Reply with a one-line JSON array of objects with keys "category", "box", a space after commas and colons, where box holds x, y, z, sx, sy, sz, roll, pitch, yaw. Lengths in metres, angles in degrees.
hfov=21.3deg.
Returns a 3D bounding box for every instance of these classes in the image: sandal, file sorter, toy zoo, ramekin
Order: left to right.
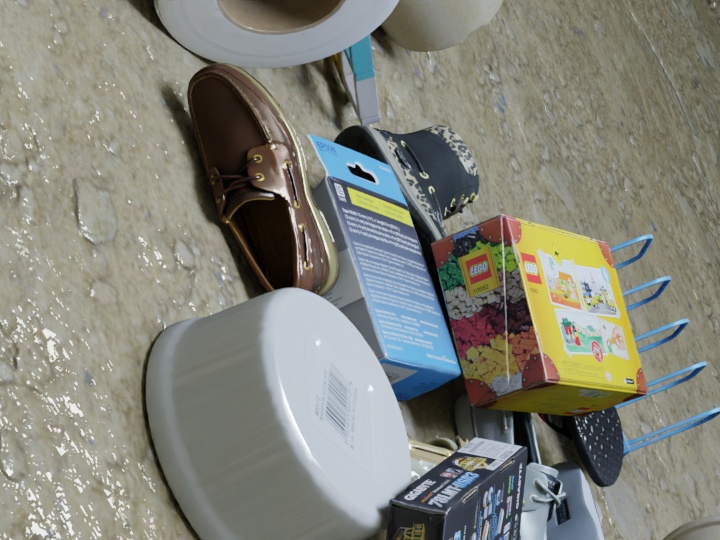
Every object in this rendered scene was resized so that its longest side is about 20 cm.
[{"category": "ramekin", "box": [-0.049, 0.109, 1.323, 0.200, 0.098, 0.201, 47, 29, -36]}, {"category": "toy zoo", "box": [-0.015, -0.222, 1.726, 0.200, 0.020, 0.131, 82, -11, -54]}, {"category": "sandal", "box": [0.188, 0.111, 1.792, 0.075, 0.045, 0.200, -37, 101, -52]}, {"category": "file sorter", "box": [0.270, 0.080, 1.936, 0.139, 0.123, 0.200, 87, -18, -79]}]

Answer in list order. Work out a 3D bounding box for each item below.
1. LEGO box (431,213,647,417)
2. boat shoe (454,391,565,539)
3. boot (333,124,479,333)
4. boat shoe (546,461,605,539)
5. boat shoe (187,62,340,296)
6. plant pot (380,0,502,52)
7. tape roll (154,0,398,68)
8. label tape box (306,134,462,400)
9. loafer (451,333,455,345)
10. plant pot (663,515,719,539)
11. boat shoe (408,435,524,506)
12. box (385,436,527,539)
[{"category": "LEGO box", "box": [0.159, 0.044, 1.672, 0.200, 0.077, 0.149, 12, 61, -56]}, {"category": "boat shoe", "box": [0.138, 0.186, 1.669, 0.070, 0.071, 0.201, 30, 41, -53]}, {"category": "boot", "box": [0.069, -0.045, 1.732, 0.154, 0.073, 0.204, -14, 75, -56]}, {"category": "boat shoe", "box": [0.197, 0.263, 1.729, 0.086, 0.075, 0.202, 56, 15, -23]}, {"category": "boat shoe", "box": [-0.079, -0.066, 1.472, 0.200, 0.072, 0.068, 66, 21, -3]}, {"category": "plant pot", "box": [0.053, -0.323, 1.895, 0.184, 0.200, 0.201, 57, 22, -43]}, {"category": "tape roll", "box": [-0.072, -0.277, 1.540, 0.203, 0.202, 0.139, 33, 38, -50]}, {"category": "label tape box", "box": [0.000, 0.000, 1.582, 0.143, 0.066, 0.200, 17, 50, -60]}, {"category": "loafer", "box": [0.136, 0.042, 1.817, 0.200, 0.070, 0.070, 20, 57, -58]}, {"category": "plant pot", "box": [0.357, 0.367, 1.811, 0.201, 0.200, 0.184, 53, 37, -23]}, {"category": "boat shoe", "box": [0.071, 0.167, 1.547, 0.200, 0.074, 0.067, 19, 55, -59]}, {"category": "box", "box": [0.064, 0.238, 1.375, 0.198, 0.050, 0.200, -20, 117, -66]}]
